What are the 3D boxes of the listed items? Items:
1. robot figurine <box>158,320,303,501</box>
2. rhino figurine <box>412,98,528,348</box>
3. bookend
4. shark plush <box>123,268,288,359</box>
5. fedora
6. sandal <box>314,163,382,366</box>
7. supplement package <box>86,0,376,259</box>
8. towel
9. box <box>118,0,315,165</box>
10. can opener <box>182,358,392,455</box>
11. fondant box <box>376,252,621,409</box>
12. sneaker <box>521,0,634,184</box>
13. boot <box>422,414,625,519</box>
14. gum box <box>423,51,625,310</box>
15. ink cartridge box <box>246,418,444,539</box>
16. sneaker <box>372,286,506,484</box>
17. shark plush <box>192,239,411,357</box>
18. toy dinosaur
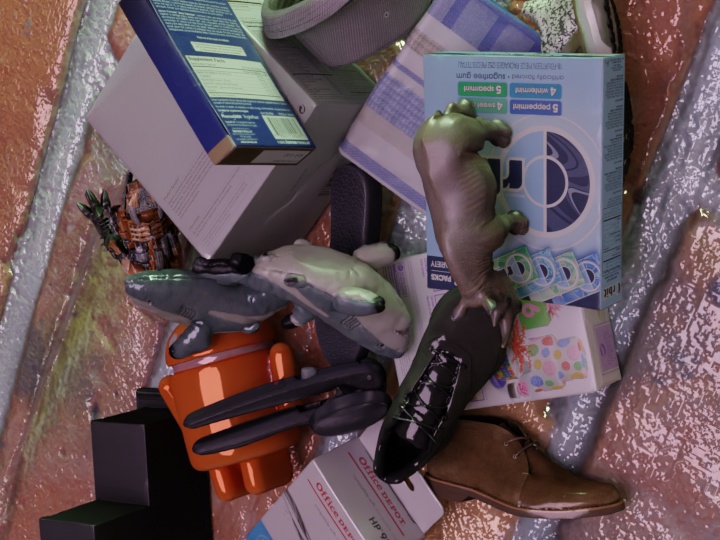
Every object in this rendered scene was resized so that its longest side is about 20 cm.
[{"bbox_3d":[-0.129,0.122,1.413,0.144,0.116,0.202,157,99,-71],"label":"robot figurine"},{"bbox_3d":[0.090,-0.036,1.139,0.059,0.087,0.202,-10,95,38],"label":"rhino figurine"},{"bbox_3d":[-0.249,0.237,1.454,0.091,0.199,0.201,0,96,32],"label":"bookend"},{"bbox_3d":[-0.115,0.025,1.329,0.198,0.084,0.091,1,53,13],"label":"shark plush"},{"bbox_3d":[0.006,-0.255,1.271,0.176,0.201,0.090,-1,136,53],"label":"fedora"},{"bbox_3d":[0.000,0.000,1.349,0.076,0.043,0.202,27,115,47],"label":"sandal"},{"bbox_3d":[-0.113,-0.149,1.353,0.200,0.147,0.192,48,117,19],"label":"supplement package"},{"bbox_3d":[0.086,-0.142,1.267,0.146,0.024,0.201,34,115,-2],"label":"towel"},{"bbox_3d":[-0.126,-0.176,1.202,0.032,0.121,0.201,-37,74,28],"label":"box"},{"bbox_3d":[-0.069,0.126,1.328,0.198,0.079,0.064,-11,93,7],"label":"can opener"},{"bbox_3d":[0.121,0.045,1.277,0.199,0.058,0.146,-11,89,35],"label":"fondant box"},{"bbox_3d":[0.178,-0.144,1.197,0.088,0.077,0.202,-6,92,21],"label":"sneaker"},{"bbox_3d":[0.143,0.175,1.272,0.199,0.073,0.076,7,93,35],"label":"boot"},{"bbox_3d":[0.133,-0.078,1.180,0.169,0.044,0.202,7,104,36],"label":"gum box"},{"bbox_3d":[-0.018,0.241,1.354,0.116,0.066,0.200,54,135,17],"label":"ink cartridge box"},{"bbox_3d":[0.066,0.105,1.223,0.075,0.091,0.201,26,121,10],"label":"sneaker"},{"bbox_3d":[-0.051,0.026,1.264,0.198,0.091,0.084,6,128,-6],"label":"shark plush"},{"bbox_3d":[-0.221,-0.025,1.442,0.136,0.101,0.201,59,140,40],"label":"toy dinosaur"}]
